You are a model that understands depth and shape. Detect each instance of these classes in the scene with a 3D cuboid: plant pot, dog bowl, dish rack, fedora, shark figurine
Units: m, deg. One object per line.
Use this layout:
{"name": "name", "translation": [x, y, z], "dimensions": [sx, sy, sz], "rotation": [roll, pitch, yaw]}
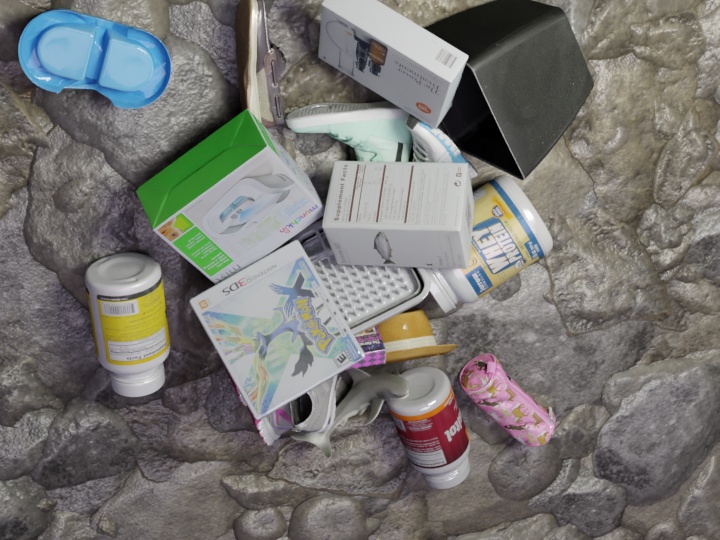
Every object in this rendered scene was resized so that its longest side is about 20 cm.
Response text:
{"name": "plant pot", "translation": [0.209, -0.281, 1.627], "dimensions": [0.177, 0.199, 0.200], "rotation": [-38, 122, -9]}
{"name": "dog bowl", "translation": [-0.355, -0.288, 1.526], "dimensions": [0.200, 0.050, 0.112], "rotation": [11, 114, -22]}
{"name": "dish rack", "translation": [0.000, 0.000, 1.721], "dimensions": [0.171, 0.200, 0.044], "rotation": [-26, 150, -3]}
{"name": "fedora", "translation": [0.058, 0.105, 1.811], "dimensions": [0.200, 0.201, 0.082], "rotation": [-7, 84, -13]}
{"name": "shark figurine", "translation": [-0.014, 0.206, 1.877], "dimensions": [0.214, 0.128, 0.090], "rotation": [-35, 109, 19]}

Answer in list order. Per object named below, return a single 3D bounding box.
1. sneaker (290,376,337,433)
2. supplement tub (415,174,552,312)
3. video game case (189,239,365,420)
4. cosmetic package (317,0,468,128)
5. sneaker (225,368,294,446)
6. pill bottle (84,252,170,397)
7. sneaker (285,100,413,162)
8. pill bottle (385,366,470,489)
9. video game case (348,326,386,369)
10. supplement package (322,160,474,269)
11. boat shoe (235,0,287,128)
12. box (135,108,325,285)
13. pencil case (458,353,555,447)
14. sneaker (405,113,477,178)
{"name": "sneaker", "translation": [-0.078, 0.161, 1.796], "dimensions": [0.082, 0.075, 0.200], "rotation": [-3, 90, -58]}
{"name": "supplement tub", "translation": [0.180, -0.039, 1.765], "dimensions": [0.200, 0.145, 0.145], "rotation": [-34, 122, 3]}
{"name": "video game case", "translation": [-0.120, 0.084, 1.640], "dimensions": [0.182, 0.022, 0.200], "rotation": [-30, 84, -7]}
{"name": "cosmetic package", "translation": [0.039, -0.289, 1.538], "dimensions": [0.200, 0.151, 0.052], "rotation": [32, 76, 6]}
{"name": "sneaker", "translation": [-0.154, 0.187, 1.833], "dimensions": [0.088, 0.081, 0.200], "rotation": [-28, 128, -5]}
{"name": "pill bottle", "translation": [-0.342, 0.084, 1.695], "dimensions": [0.111, 0.111, 0.200], "rotation": [-8, 120, -13]}
{"name": "sneaker", "translation": [-0.012, -0.183, 1.668], "dimensions": [0.200, 0.074, 0.118], "rotation": [-4, 113, -17]}
{"name": "pill bottle", "translation": [0.121, 0.271, 1.935], "dimensions": [0.113, 0.113, 0.200], "rotation": [-23, 122, -4]}
{"name": "video game case", "translation": [-0.080, 0.084, 1.733], "dimensions": [0.200, 0.181, 0.036], "rotation": [-9, 132, -12]}
{"name": "supplement package", "translation": [0.058, -0.081, 1.659], "dimensions": [0.200, 0.118, 0.117], "rotation": [2, 153, 13]}
{"name": "boat shoe", "translation": [-0.135, -0.288, 1.583], "dimensions": [0.065, 0.072, 0.200], "rotation": [-10, 124, -17]}
{"name": "box", "translation": [-0.182, -0.100, 1.623], "dimensions": [0.200, 0.097, 0.176], "rotation": [-34, 139, 6]}
{"name": "pencil case", "translation": [0.255, 0.225, 1.968], "dimensions": [0.087, 0.083, 0.200], "rotation": [-43, 120, 10]}
{"name": "sneaker", "translation": [0.104, -0.161, 1.681], "dimensions": [0.087, 0.075, 0.200], "rotation": [-42, 146, 5]}
